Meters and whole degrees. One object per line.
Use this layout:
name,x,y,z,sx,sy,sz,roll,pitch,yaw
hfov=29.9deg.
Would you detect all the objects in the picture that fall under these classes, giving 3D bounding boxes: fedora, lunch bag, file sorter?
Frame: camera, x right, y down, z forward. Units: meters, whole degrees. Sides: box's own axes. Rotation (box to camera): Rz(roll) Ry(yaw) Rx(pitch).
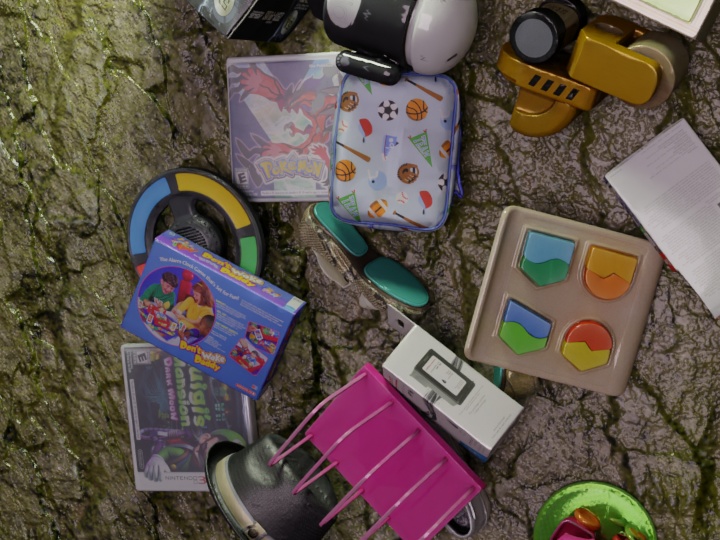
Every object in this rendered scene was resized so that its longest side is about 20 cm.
fedora,-0.095,0.272,1.657,0.092,0.201,0.201,-41,83,17
lunch bag,0.045,-0.139,1.595,0.160,0.076,0.200,5,97,2
file sorter,0.011,0.241,1.574,0.200,0.125,0.139,46,124,10

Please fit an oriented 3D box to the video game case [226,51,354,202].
video game case,-0.069,-0.176,1.670,0.200,0.023,0.182,0,97,20

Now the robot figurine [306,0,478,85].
robot figurine,0.037,-0.299,1.541,0.200,0.125,0.150,22,115,17

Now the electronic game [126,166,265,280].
electronic game,-0.211,-0.033,1.719,0.200,0.042,0.200,7,107,22

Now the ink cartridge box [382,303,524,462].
ink cartridge box,0.091,0.135,1.597,0.200,0.116,0.068,38,79,11

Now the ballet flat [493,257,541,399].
ballet flat,0.192,0.054,1.591,0.071,0.071,0.200,4,98,19

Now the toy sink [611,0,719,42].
toy sink,0.352,-0.363,1.445,0.130,0.112,0.200,30,106,13

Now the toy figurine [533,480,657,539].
toy figurine,0.273,0.351,1.533,0.200,0.184,0.150,34,107,12

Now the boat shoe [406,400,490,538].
boat shoe,0.085,0.238,1.646,0.072,0.069,0.200,-28,87,21

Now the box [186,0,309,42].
box,-0.168,-0.368,1.604,0.200,0.164,0.086,44,109,9

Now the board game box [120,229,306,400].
board game box,-0.185,0.056,1.691,0.200,0.045,0.135,28,113,6

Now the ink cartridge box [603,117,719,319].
ink cartridge box,0.373,-0.057,1.501,0.109,0.050,0.200,-37,85,5

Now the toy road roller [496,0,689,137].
toy road roller,0.249,-0.211,1.504,0.200,0.123,0.146,24,119,16

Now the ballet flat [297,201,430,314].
ballet flat,0.000,0.000,1.655,0.200,0.068,0.075,42,131,15

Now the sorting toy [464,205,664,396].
sorting toy,0.235,0.037,1.538,0.200,0.036,0.185,14,99,-6

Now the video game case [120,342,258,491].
video game case,-0.223,0.192,1.776,0.182,0.023,0.200,-3,96,20
